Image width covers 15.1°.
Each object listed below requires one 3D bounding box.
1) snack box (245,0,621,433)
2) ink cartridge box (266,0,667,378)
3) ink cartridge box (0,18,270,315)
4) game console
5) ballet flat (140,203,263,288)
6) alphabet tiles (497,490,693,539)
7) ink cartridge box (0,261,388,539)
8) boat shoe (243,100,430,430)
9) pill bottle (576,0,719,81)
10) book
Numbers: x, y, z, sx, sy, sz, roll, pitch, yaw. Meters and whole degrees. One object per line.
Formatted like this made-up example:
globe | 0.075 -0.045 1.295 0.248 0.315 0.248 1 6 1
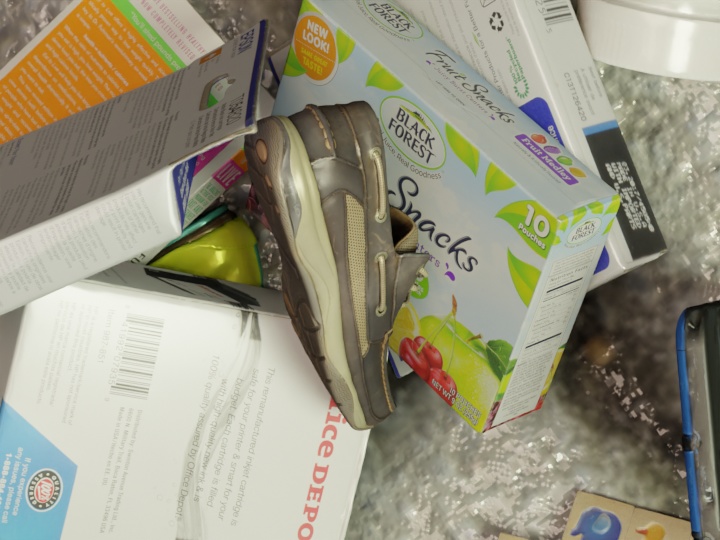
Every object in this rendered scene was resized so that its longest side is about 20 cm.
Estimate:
snack box | 0.033 -0.035 1.402 0.200 0.053 0.143 43 132 30
ink cartridge box | 0.053 -0.065 1.441 0.200 0.047 0.199 -28 83 52
ink cartridge box | -0.130 -0.045 1.365 0.199 0.200 0.041 -24 108 9
game console | 0.230 0.097 1.334 0.118 0.200 0.172 -5 90 15
ballet flat | -0.142 0.031 1.516 0.199 0.067 0.067 -24 98 15
alphabet tiles | 0.152 0.209 1.423 0.199 0.008 0.168 14 70 16
ink cartridge box | -0.103 0.077 1.440 0.199 0.084 0.146 11 99 -21
boat shoe | 0.000 0.000 1.345 0.073 0.201 0.075 -22 46 -8
pill bottle | 0.169 -0.204 1.383 0.109 0.110 0.201 13 104 16
book | -0.150 -0.061 1.486 0.200 0.048 0.134 -42 69 2
